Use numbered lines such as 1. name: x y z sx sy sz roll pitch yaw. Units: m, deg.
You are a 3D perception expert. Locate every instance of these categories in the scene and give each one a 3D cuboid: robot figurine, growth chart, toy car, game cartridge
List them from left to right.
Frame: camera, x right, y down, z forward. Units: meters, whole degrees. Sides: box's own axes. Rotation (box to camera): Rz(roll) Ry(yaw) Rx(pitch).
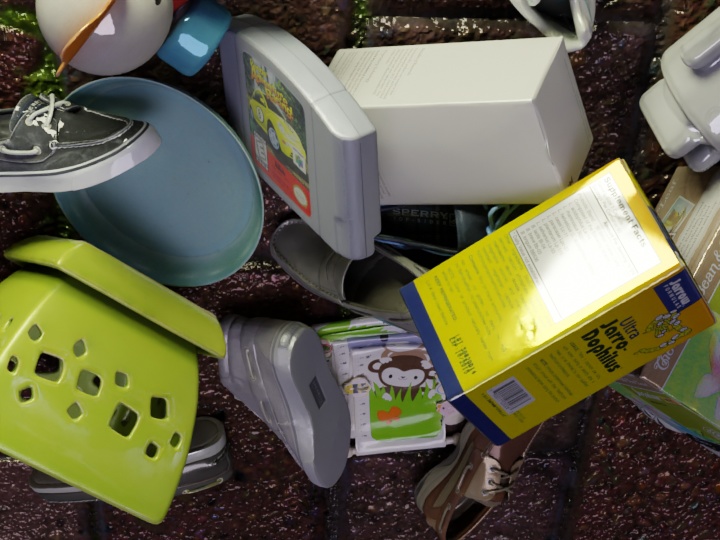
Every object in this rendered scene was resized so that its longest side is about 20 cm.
1. toy car: -0.163 -0.209 1.072 0.184 0.201 0.177 35 120 -18
2. game cartridge: -0.051 -0.112 1.184 0.041 0.200 0.134 -20 132 -25
3. growth chart: 0.026 0.111 1.484 0.144 0.018 0.201 -12 130 6
4. robot figurine: 0.318 -0.164 1.209 0.200 0.113 0.169 -40 148 26

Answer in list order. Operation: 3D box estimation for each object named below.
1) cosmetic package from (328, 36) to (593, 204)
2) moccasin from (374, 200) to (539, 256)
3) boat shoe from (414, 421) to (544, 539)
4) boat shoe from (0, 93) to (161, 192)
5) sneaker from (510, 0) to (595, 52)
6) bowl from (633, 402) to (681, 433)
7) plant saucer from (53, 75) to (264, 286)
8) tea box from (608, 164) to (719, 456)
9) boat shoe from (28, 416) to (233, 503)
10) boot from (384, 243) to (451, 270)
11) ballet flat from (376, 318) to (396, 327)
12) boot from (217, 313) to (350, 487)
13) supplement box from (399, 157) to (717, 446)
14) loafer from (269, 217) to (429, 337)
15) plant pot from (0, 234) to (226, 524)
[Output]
1. cosmetic package: 0.070 -0.114 1.208 0.199 0.085 0.108 1 134 28
2. moccasin: 0.091 -0.031 1.251 0.198 0.068 0.081 -2 108 24
3. boat shoe: 0.128 0.198 1.516 0.075 0.072 0.200 5 135 -32
4. boat shoe: -0.252 -0.108 1.230 0.199 0.072 0.068 -1 125 33
5. sneaker: 0.121 -0.247 1.153 0.070 0.081 0.200 -31 123 23
6. bowl: 0.331 0.094 1.437 0.199 0.095 0.202 -1 131 -2
7. plant saucer: -0.168 -0.076 1.275 0.199 0.027 0.201 11 128 15
8. tea box: 0.324 0.044 1.297 0.196 0.134 0.201 31 84 -15
9. boat shoe: -0.224 0.199 1.507 0.200 0.072 0.061 -13 125 3
10. boot: 0.125 -0.009 1.358 0.199 0.144 0.073 15 92 23
11. ballet flat: 0.074 0.029 1.390 0.199 0.071 0.071 26 124 -27
12. boot: -0.074 0.118 1.449 0.095 0.074 0.201 13 135 30
13. supplement box: 0.150 0.027 1.170 0.199 0.109 0.110 -31 146 11
14. loafer: 0.000 0.000 1.299 0.199 0.070 0.070 22 173 30
15. plant pot: -0.240 0.082 1.311 0.199 0.199 0.182 32 78 -25
